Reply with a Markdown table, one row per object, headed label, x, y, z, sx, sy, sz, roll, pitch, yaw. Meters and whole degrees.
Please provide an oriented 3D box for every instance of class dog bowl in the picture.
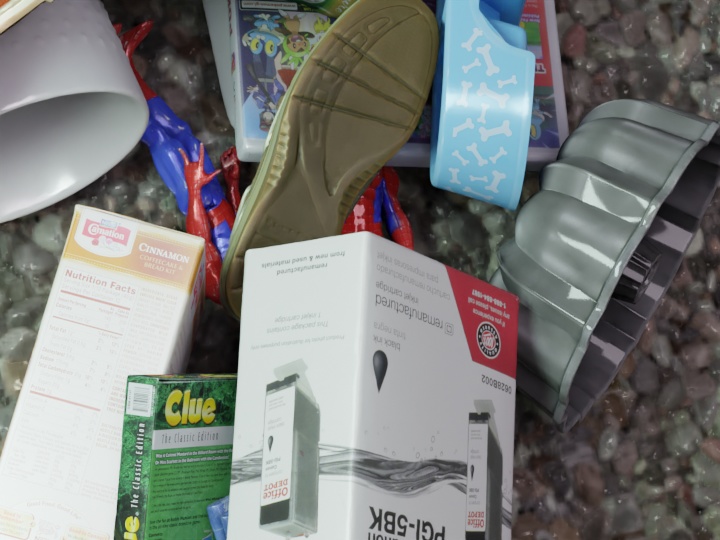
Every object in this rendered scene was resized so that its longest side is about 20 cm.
| label | x | y | z | sx | sy | sz | roll | pitch | yaw |
| --- | --- | --- | --- | --- | --- | --- | --- | --- | --- |
| dog bowl | 0.068 | -0.132 | 1.225 | 0.049 | 0.112 | 0.201 | 3 | 70 | -2 |

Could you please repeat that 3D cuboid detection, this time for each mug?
| label | x | y | z | sx | sy | sz | roll | pitch | yaw |
| --- | --- | --- | --- | --- | --- | --- | --- | --- | --- |
| mug | -0.224 | -0.137 | 1.169 | 0.147 | 0.200 | 0.176 | -30 | 73 | 15 |

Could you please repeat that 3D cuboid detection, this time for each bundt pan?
| label | x | y | z | sx | sy | sz | roll | pitch | yaw |
| --- | --- | --- | --- | --- | --- | --- | --- | --- | --- |
| bundt pan | 0.132 | -0.012 | 1.253 | 0.075 | 0.202 | 0.202 | 29 | 72 | 14 |

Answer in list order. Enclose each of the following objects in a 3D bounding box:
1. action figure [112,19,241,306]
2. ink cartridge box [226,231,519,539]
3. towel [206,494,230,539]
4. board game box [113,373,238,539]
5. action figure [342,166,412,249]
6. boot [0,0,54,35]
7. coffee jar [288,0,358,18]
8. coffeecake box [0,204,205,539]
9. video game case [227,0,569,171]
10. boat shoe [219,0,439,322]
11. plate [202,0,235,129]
| label | x | y | z | sx | sy | sz | roll | pitch | yaw |
| --- | --- | --- | --- | --- | --- | --- | --- | --- | --- |
| action figure | -0.093 | -0.049 | 1.257 | 0.051 | 0.065 | 0.201 | -27 | 88 | 18 |
| ink cartridge box | 0.009 | 0.097 | 1.115 | 0.146 | 0.083 | 0.201 | 21 | 66 | -50 |
| towel | -0.002 | 0.153 | 1.178 | 0.200 | 0.024 | 0.148 | -30 | 107 | -51 |
| board game box | -0.062 | 0.106 | 1.149 | 0.023 | 0.200 | 0.106 | 8 | 91 | 29 |
| action figure | 0.000 | 0.000 | 1.277 | 0.065 | 0.052 | 0.201 | -3 | 78 | -11 |
| boot | -0.191 | -0.159 | 1.052 | 0.107 | 0.075 | 0.200 | 45 | 79 | -13 |
| coffee jar | -0.055 | -0.196 | 1.188 | 0.199 | 0.104 | 0.086 | 4 | 47 | -32 |
| coffeecake box | -0.142 | 0.086 | 1.164 | 0.073 | 0.154 | 0.201 | 15 | 75 | 0 |
| video game case | 0.020 | -0.148 | 1.285 | 0.199 | 0.023 | 0.183 | 1 | 71 | -17 |
| boat shoe | -0.022 | -0.062 | 1.209 | 0.073 | 0.063 | 0.202 | 24 | 87 | -16 |
| plate | -0.003 | -0.195 | 1.327 | 0.198 | 0.032 | 0.201 | -11 | 83 | -18 |
